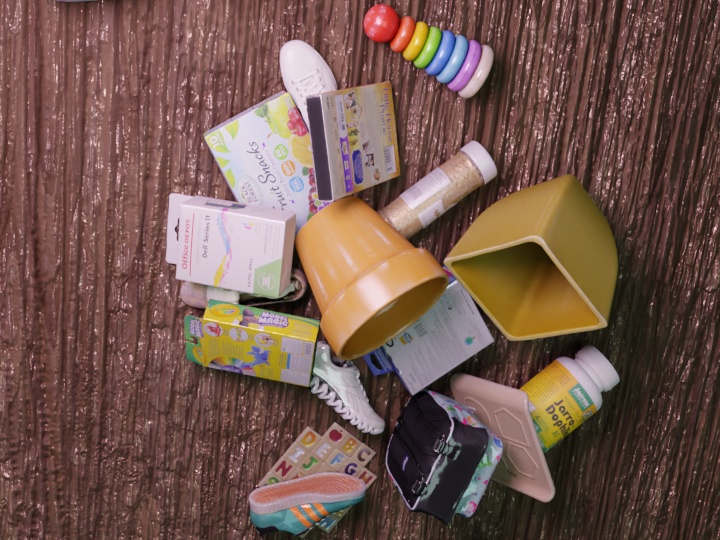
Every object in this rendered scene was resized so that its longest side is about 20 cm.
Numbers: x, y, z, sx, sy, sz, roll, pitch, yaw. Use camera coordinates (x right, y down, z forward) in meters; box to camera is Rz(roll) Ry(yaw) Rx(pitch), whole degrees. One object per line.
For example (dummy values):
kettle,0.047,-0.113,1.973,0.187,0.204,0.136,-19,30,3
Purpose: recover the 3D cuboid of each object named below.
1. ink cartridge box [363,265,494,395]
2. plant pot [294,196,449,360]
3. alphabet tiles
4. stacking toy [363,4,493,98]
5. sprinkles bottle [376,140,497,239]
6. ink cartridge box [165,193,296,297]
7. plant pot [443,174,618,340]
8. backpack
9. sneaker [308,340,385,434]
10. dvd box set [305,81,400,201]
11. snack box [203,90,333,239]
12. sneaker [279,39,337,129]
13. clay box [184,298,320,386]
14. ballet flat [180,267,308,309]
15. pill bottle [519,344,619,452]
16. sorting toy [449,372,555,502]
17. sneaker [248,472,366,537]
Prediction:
ink cartridge box,0.099,0.106,1.356,0.199,0.076,0.137,-33,110,-6
plant pot,0.000,0.000,1.224,0.199,0.200,0.184,-35,72,-3
alphabet tiles,-0.072,0.363,1.419,0.166,0.006,0.200,40,92,-21
stacking toy,0.097,-0.338,1.232,0.198,0.085,0.086,24,98,-15
sprinkles bottle,0.119,-0.121,1.302,0.199,0.068,0.069,-36,111,-2
ink cartridge box,-0.200,-0.039,1.198,0.198,0.067,0.118,10,108,8
plant pot,0.289,-0.035,1.301,0.194,0.195,0.201,47,54,-21
backpack,0.129,0.297,1.354,0.149,0.200,0.179,22,95,-24
sneaker,-0.023,0.196,1.355,0.200,0.075,0.081,43,82,-22
dvd box set,-0.006,-0.191,1.193,0.029,0.200,0.148,2,108,31
snack box,-0.128,-0.146,1.235,0.141,0.053,0.201,-29,111,-4
sneaker,-0.055,-0.243,1.212,0.072,0.085,0.201,-27,109,-4
clay box,-0.166,0.109,1.254,0.198,0.048,0.116,12,135,1
ballet flat,-0.176,0.027,1.264,0.198,0.067,0.069,-8,106,-12
pill bottle,0.348,0.223,1.437,0.199,0.113,0.113,-38,111,-3
sorting toy,0.242,0.276,1.393,0.036,0.184,0.202,-28,111,-29
sneaker,-0.087,0.398,1.389,0.198,0.071,0.081,-7,112,-8
